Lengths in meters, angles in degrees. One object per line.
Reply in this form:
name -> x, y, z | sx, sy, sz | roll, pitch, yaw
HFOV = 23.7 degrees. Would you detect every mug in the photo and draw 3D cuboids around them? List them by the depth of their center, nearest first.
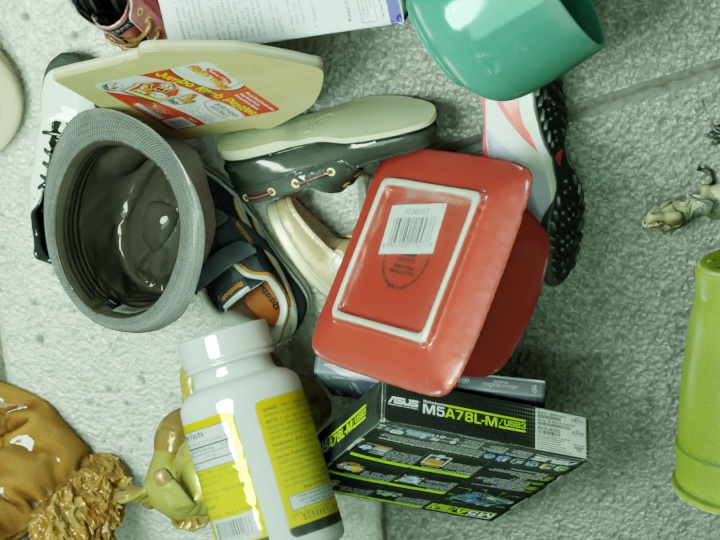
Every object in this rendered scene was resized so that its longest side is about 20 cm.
mug -> 0.097, -0.224, 1.346 | 0.114, 0.152, 0.186 | -31, 93, 20

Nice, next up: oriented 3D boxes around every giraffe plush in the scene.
giraffe plush -> -0.140, 0.179, 1.610 | 0.172, 0.201, 0.162 | 32, 154, -20

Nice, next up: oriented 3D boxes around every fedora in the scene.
fedora -> -0.185, -0.047, 1.480 | 0.176, 0.090, 0.201 | 21, 114, 27

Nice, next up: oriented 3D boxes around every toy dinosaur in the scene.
toy dinosaur -> 0.330, -0.076, 1.426 | 0.198, 0.048, 0.089 | -5, 129, 15

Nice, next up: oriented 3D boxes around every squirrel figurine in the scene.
squirrel figurine -> -0.320, 0.232, 1.642 | 0.199, 0.187, 0.142 | 20, 118, 2

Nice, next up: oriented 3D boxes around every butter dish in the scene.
butter dish -> 0.084, 0.014, 1.440 | 0.147, 0.199, 0.201 | 25, 82, -37

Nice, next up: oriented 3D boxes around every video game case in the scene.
video game case -> 0.065, 0.105, 1.525 | 0.198, 0.143, 0.019 | 7, 79, 7

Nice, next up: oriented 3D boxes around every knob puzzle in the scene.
knob puzzle -> -0.120, -0.159, 1.401 | 0.218, 0.220, 0.031 | -5, 74, 15

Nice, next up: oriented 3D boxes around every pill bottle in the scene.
pill bottle -> -0.092, 0.149, 1.482 | 0.111, 0.111, 0.202 | -18, 86, 20

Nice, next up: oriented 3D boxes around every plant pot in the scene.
plant pot -> 0.352, 0.080, 1.429 | 0.199, 0.200, 0.195 | -4, 103, 14

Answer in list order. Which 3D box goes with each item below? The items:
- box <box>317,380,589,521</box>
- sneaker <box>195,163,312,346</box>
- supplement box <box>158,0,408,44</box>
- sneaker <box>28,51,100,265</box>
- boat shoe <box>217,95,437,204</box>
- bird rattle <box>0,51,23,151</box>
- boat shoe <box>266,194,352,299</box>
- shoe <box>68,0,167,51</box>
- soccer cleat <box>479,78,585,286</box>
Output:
box -> 0.071, 0.162, 1.513 | 0.199, 0.048, 0.193 | 12, 155, -18
sneaker -> -0.123, -0.017, 1.540 | 0.078, 0.080, 0.200 | -39, 101, 27
supplement box -> -0.061, -0.248, 1.398 | 0.198, 0.101, 0.104 | -8, 114, 16
sneaker -> -0.258, -0.094, 1.532 | 0.073, 0.080, 0.201 | 8, 115, 11
boat shoe -> -0.023, -0.104, 1.478 | 0.200, 0.074, 0.063 | -10, 118, 21
bird rattle -> -0.380, -0.137, 1.531 | 0.162, 0.113, 0.201 | -18, 114, 3
boat shoe -> 0.000, 0.000, 1.528 | 0.069, 0.074, 0.200 | -39, 104, 15
shoe -> -0.192, -0.206, 1.453 | 0.071, 0.091, 0.201 | -18, 111, 20
soccer cleat -> 0.142, -0.082, 1.461 | 0.073, 0.068, 0.201 | 5, 120, 32
